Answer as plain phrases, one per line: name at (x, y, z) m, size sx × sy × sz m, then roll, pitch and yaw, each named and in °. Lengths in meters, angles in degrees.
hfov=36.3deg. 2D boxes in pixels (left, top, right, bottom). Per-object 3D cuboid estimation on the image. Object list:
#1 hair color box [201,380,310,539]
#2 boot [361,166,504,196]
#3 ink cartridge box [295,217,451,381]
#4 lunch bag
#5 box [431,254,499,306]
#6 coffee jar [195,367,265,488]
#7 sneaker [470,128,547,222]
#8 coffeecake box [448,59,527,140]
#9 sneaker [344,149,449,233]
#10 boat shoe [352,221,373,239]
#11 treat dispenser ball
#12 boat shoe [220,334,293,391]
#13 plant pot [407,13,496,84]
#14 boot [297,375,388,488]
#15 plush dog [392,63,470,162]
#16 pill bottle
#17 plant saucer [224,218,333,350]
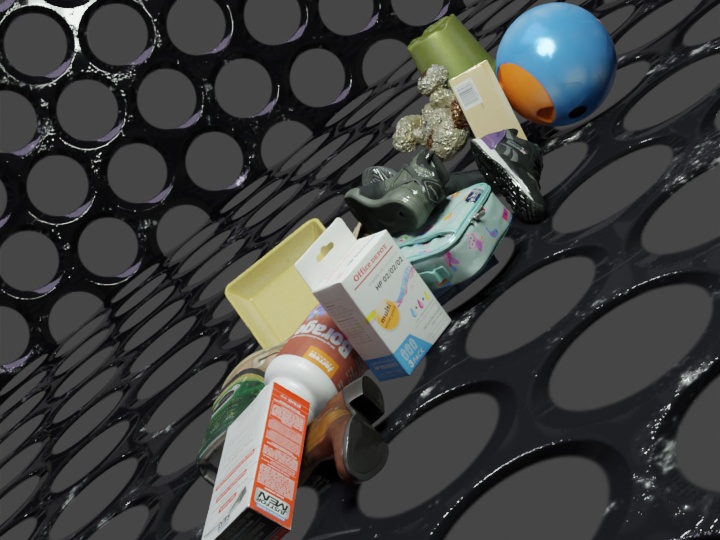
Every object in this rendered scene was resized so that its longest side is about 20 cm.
hair color box at (-0.122, 0.243, 1.302) m, size 0.111 × 0.064 × 0.201 m, roll -46°, pitch 20°, yaw 32°
boot at (0.125, -0.139, 1.747) m, size 0.199 × 0.066 × 0.164 m, roll -16°, pitch 25°, yaw -40°
ink cartridge box at (0.018, 0.031, 1.448) m, size 0.068 × 0.201 × 0.115 m, roll -18°, pitch 25°, yaw 50°
lunch bag at (0.107, -0.036, 1.527) m, size 0.199 × 0.077 × 0.161 m, roll -21°, pitch 22°, yaw 49°
box at (0.116, -0.005, 1.637) m, size 0.136 × 0.038 × 0.200 m, roll -38°, pitch 15°, yaw 0°
coffee jar at (-0.165, 0.218, 1.538) m, size 0.104 × 0.085 × 0.200 m, roll -45°, pitch 14°, yaw 16°
sneaker at (0.242, -0.155, 1.635) m, size 0.087 × 0.076 × 0.201 m, roll -24°, pitch 43°, yaw -6°
coffeecake box at (0.214, -0.254, 1.818) m, size 0.073 × 0.155 × 0.200 m, roll -27°, pitch 1°, yaw 9°
sneaker at (0.058, -0.111, 1.574) m, size 0.114 × 0.077 × 0.199 m, roll -43°, pitch 19°, yaw -23°
boat shoe at (0.000, 0.000, 1.696) m, size 0.065 × 0.070 × 0.201 m, roll 108°, pitch 168°, yaw -45°
treat dispenser ball at (0.325, -0.342, 1.826) m, size 0.200 × 0.201 × 0.201 m, roll -34°, pitch 16°, yaw 11°
boat shoe at (-0.130, 0.153, 1.678) m, size 0.199 × 0.072 × 0.065 m, roll -35°, pitch 15°, yaw 5°
plant pot at (0.208, -0.469, 2.490) m, size 0.200 × 0.185 × 0.201 m, roll -34°, pitch 16°, yaw 11°
boot at (-0.063, 0.232, 1.315) m, size 0.200 × 0.068 × 0.189 m, roll -39°, pitch 25°, yaw 19°
plush dog at (0.169, -0.285, 2.206) m, size 0.172 × 0.159 × 0.201 m, roll -96°, pitch 30°, yaw -56°
pill bottle at (-0.059, 0.136, 1.491) m, size 0.112 × 0.113 × 0.200 m, roll -22°, pitch 22°, yaw 44°
plant saucer at (-0.093, 0.046, 1.789) m, size 0.199 × 0.049 × 0.200 m, roll -38°, pitch 58°, yaw -2°
